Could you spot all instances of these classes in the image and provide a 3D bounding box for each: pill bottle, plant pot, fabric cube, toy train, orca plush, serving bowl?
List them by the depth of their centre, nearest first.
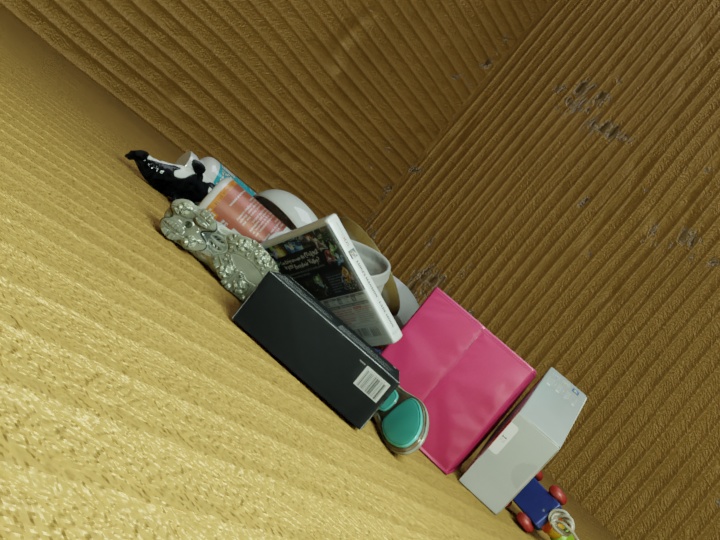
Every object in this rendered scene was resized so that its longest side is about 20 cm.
[{"bbox_3d":[0.139,0.174,1.221,0.200,0.200,0.196,41,2,16],"label":"fabric cube"},{"bbox_3d":[0.306,0.405,1.228,0.116,0.084,0.200,55,-6,-26],"label":"toy train"},{"bbox_3d":[-0.188,-0.056,1.328,0.200,0.112,0.112,40,1,-6],"label":"pill bottle"},{"bbox_3d":[0.000,0.000,1.368,0.200,0.027,0.201,49,-22,28],"label":"plant pot"},{"bbox_3d":[-0.117,-0.070,1.422,0.200,0.066,0.201,41,-26,25],"label":"serving bowl"},{"bbox_3d":[-0.340,-0.160,1.427,0.200,0.104,0.072,46,27,-62],"label":"orca plush"},{"bbox_3d":[-0.311,-0.167,1.660,0.200,0.111,0.111,40,1,-31],"label":"pill bottle"}]

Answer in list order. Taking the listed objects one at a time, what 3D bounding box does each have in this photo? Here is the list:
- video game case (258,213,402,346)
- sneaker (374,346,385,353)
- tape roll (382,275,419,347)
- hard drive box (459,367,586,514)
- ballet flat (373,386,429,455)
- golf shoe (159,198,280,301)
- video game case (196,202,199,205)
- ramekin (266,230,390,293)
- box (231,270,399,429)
[{"bbox_3d":[-0.050,0.026,1.050,0.199,0.023,0.183,-15,-73,53],"label":"video game case"},{"bbox_3d":[0.060,0.180,1.520,0.200,0.079,0.075,41,0,-10],"label":"sneaker"},{"bbox_3d":[0.019,0.080,1.553,0.199,0.066,0.201,23,-38,19],"label":"tape roll"},{"bbox_3d":[0.254,0.257,1.190,0.077,0.156,0.200,40,26,12],"label":"hard drive box"},{"bbox_3d":[0.055,0.194,1.009,0.064,0.067,0.200,52,-3,-23],"label":"ballet flat"},{"bbox_3d":[-0.190,-0.026,1.094,0.200,0.078,0.097,42,-6,-7],"label":"golf shoe"},{"bbox_3d":[-0.234,-0.054,1.540,0.200,0.036,0.181,38,3,-26],"label":"video game case"},{"bbox_3d":[-0.060,0.019,1.217,0.198,0.106,0.200,13,18,-4],"label":"ramekin"},{"bbox_3d":[-0.049,0.094,0.955,0.200,0.079,0.141,40,3,4],"label":"box"}]
